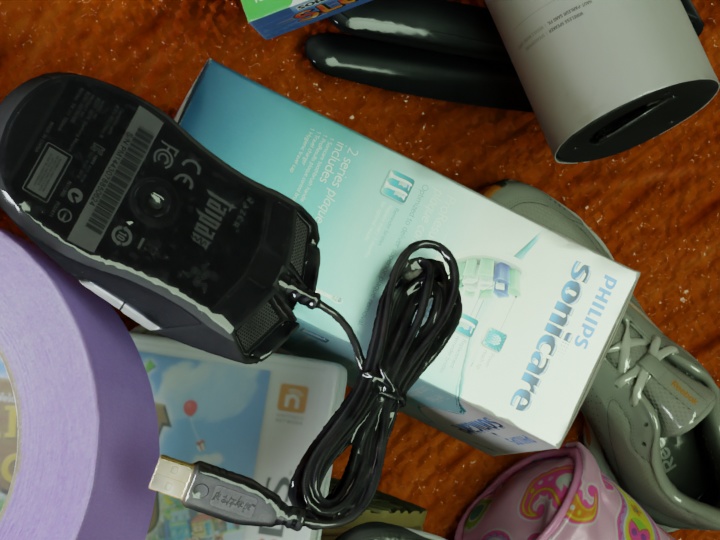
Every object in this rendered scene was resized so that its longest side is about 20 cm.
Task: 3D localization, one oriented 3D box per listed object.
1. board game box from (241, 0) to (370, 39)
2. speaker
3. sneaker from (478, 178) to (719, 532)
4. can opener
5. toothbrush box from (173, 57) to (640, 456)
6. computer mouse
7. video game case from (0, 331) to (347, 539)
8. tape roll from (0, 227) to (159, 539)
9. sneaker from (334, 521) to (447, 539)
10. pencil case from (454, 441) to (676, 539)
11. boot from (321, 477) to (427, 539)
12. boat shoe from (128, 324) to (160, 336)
[{"bbox_3d":[0.028,-0.197,1.258,0.200,0.034,0.136,-20,77,9],"label":"board game box"},{"bbox_3d":[0.083,-0.150,1.297,0.081,0.081,0.200,-18,75,-23],"label":"speaker"},{"bbox_3d":[0.122,0.039,1.359,0.076,0.092,0.200,-43,108,-18],"label":"sneaker"},{"bbox_3d":[0.069,-0.099,1.355,0.200,0.079,0.063,-1,132,-22],"label":"can opener"},{"bbox_3d":[0.000,0.000,1.244,0.200,0.146,0.085,27,82,-4],"label":"toothbrush box"},{"bbox_3d":[-0.069,0.020,1.130,0.200,0.046,0.141,26,67,-13],"label":"computer mouse"},{"bbox_3d":[-0.117,0.113,1.204,0.200,0.022,0.182,8,81,9],"label":"video game case"},{"bbox_3d":[-0.184,0.074,1.170,0.066,0.200,0.200,32,76,-67],"label":"tape roll"},{"bbox_3d":[0.029,0.163,1.283,0.200,0.115,0.076,43,81,-34],"label":"sneaker"},{"bbox_3d":[0.135,0.169,1.376,0.200,0.087,0.087,45,75,-22],"label":"pencil case"},{"bbox_3d":[-0.060,0.191,1.301,0.175,0.066,0.200,4,102,-41],"label":"boot"},{"bbox_3d":[-0.138,0.081,1.256,0.200,0.057,0.067,-28,80,0],"label":"boat shoe"}]
